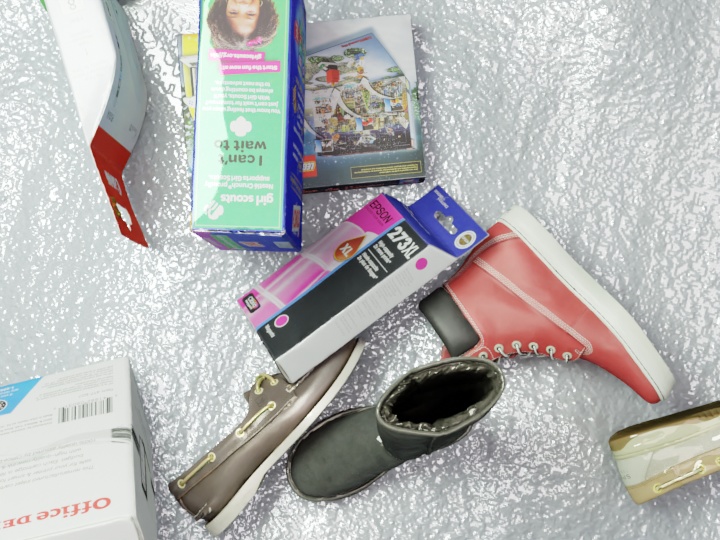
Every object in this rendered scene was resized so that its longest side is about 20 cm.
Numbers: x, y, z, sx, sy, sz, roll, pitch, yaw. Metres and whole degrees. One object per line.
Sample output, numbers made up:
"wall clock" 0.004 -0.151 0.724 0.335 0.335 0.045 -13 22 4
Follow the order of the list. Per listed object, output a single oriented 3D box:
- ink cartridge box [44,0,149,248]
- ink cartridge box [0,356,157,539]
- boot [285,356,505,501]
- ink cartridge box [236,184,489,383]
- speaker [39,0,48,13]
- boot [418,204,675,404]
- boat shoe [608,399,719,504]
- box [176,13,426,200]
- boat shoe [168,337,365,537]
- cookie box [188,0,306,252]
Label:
"ink cartridge box" -0.190 -0.124 1.200 0.047 0.160 0.203 -18 87 -1
"ink cartridge box" -0.233 0.168 1.155 0.144 0.201 0.085 -12 123 -2
"boot" 0.022 0.125 1.168 0.180 0.200 0.073 -27 87 -3
"ink cartridge box" 0.000 0.000 1.232 0.199 0.095 0.037 -35 128 -5
"speaker" -0.182 -0.286 1.249 0.198 0.088 0.089 -25 87 -3
"boot" 0.147 0.066 1.242 0.200 0.072 0.144 44 87 10
"boat shoe" 0.306 0.141 1.242 0.197 0.074 0.067 -15 90 8
"box" -0.049 -0.134 1.265 0.197 0.038 0.139 -5 87 -2
"boat shoe" -0.075 0.121 1.232 0.059 0.072 0.201 40 91 -1
"cookie box" -0.082 -0.120 1.159 0.074 0.171 0.203 1 86 1
